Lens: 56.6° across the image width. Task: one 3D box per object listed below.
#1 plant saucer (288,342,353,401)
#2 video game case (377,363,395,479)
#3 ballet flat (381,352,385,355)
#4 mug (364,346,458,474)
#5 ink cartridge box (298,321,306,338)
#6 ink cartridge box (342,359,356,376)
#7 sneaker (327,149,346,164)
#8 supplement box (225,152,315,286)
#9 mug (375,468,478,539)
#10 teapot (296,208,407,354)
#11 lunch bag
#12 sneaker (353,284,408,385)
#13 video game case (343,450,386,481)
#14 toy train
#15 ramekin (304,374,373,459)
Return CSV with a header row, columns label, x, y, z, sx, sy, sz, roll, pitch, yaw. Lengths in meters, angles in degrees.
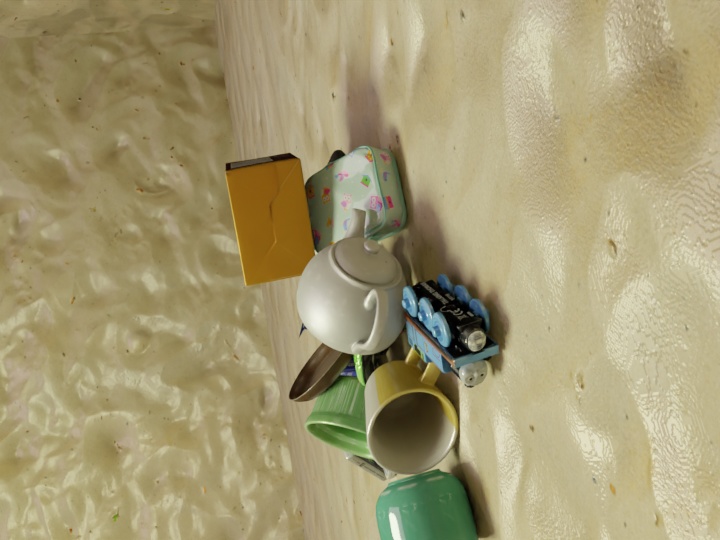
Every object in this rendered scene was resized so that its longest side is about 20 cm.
label,x,y,z,sx,sy,sz,roll,pitch,yaw
plant saucer,-0.060,0.173,1.263,0.032,0.201,0.200,41,167,-8
video game case,0.042,0.312,1.446,0.202,0.022,0.186,-115,22,-45
ballet flat,-0.019,0.093,1.341,0.200,0.046,0.068,48,140,10
mug,0.084,0.215,1.103,0.150,0.185,0.154,52,-176,-20
ink cartridge box,-0.075,0.061,1.496,0.203,0.039,0.100,-61,-3,-28
ink cartridge box,-0.021,0.166,1.435,0.137,0.074,0.205,111,156,-65
sneaker,-0.035,-0.146,1.418,0.107,0.073,0.204,-102,13,-52
supplement box,-0.167,-0.102,1.231,0.200,0.129,0.203,-130,31,-73
mug,0.095,0.384,1.057,0.186,0.148,0.117,120,137,-65
teapot,-0.001,0.022,1.032,0.199,0.196,0.148,37,127,19
lunch bag,-0.013,-0.114,1.182,0.198,0.076,0.165,-23,78,42
sneaker,0.038,0.107,1.169,0.077,0.082,0.206,-46,-29,-85
video game case,-0.012,0.349,1.479,0.182,0.023,0.203,47,-165,-49
toy train,0.122,0.083,0.934,0.200,0.085,0.117,-136,32,-64
ramekin,0.001,0.277,1.260,0.201,0.195,0.100,116,173,-64
